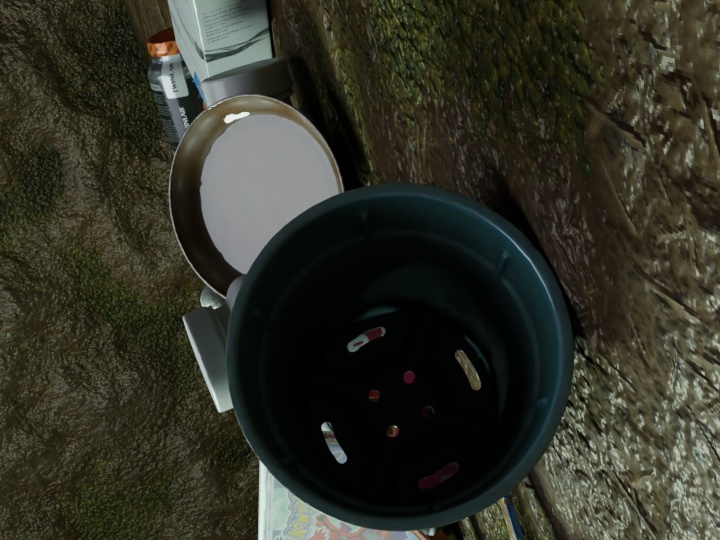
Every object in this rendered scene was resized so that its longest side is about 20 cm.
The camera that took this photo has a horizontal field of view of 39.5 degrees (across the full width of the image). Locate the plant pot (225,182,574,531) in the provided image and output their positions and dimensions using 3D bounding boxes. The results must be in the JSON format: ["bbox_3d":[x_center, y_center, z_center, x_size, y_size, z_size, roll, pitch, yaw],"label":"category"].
[{"bbox_3d":[0.025,0.073,0.661,0.196,0.198,0.202,83,163,-73],"label":"plant pot"}]

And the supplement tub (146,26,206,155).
[{"bbox_3d":[-0.211,-0.225,1.349,0.123,0.121,0.202,-133,25,-61],"label":"supplement tub"}]

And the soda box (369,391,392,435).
[{"bbox_3d":[0.003,0.106,1.066,0.064,0.067,0.201,82,163,-50],"label":"soda box"}]

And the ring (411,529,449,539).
[{"bbox_3d":[0.088,0.267,0.909,0.200,0.019,0.201,44,171,8],"label":"ring"}]

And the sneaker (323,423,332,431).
[{"bbox_3d":[-0.039,0.190,1.132,0.073,0.070,0.201,60,172,31],"label":"sneaker"}]

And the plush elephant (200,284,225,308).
[{"bbox_3d":[-0.148,0.025,1.384,0.154,0.165,0.200,13,152,46],"label":"plush elephant"}]

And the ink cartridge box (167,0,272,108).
[{"bbox_3d":[-0.159,-0.287,1.105,0.201,0.083,0.146,90,157,-59],"label":"ink cartridge box"}]

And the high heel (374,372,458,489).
[{"bbox_3d":[0.025,0.134,0.930,0.200,0.095,0.068,-131,39,-51],"label":"high heel"}]

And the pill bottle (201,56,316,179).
[{"bbox_3d":[-0.092,-0.108,1.027,0.114,0.113,0.202,-143,36,-69],"label":"pill bottle"}]

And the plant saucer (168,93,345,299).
[{"bbox_3d":[-0.094,-0.064,0.946,0.032,0.199,0.202,-18,-93,-60],"label":"plant saucer"}]

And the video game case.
[{"bbox_3d":[-0.013,0.247,1.009,0.023,0.180,0.202,-90,4,-61],"label":"video game case"}]

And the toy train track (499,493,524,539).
[{"bbox_3d":[0.130,0.199,0.759,0.115,0.032,0.202,93,161,-78],"label":"toy train track"}]

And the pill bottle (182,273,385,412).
[{"bbox_3d":[-0.040,0.042,0.838,0.113,0.198,0.114,159,90,-78],"label":"pill bottle"}]

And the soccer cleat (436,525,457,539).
[{"bbox_3d":[0.054,0.284,1.143,0.200,0.067,0.082,46,155,56],"label":"soccer cleat"}]
